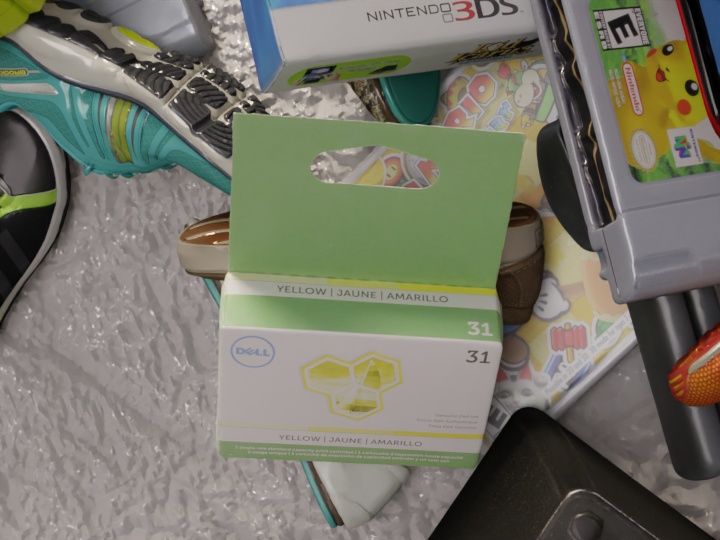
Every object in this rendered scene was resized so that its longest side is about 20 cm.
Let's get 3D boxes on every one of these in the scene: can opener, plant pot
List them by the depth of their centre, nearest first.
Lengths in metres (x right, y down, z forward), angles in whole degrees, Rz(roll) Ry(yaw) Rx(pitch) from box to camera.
[{"bbox_3d":[0.110,0.195,0.731,0.199,0.177,0.200,36,83,7],"label":"plant pot"},{"bbox_3d":[0.153,0.010,0.797,0.066,0.052,0.202,-24,84,51],"label":"can opener"}]

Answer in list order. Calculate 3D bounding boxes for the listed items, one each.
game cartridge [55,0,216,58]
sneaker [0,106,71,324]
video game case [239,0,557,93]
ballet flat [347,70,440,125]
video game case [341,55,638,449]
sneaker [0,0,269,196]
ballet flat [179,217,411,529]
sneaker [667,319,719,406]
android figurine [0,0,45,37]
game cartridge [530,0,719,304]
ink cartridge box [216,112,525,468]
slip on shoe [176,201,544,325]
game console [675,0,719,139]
[{"bbox_3d":[-0.179,-0.200,0.920,0.132,0.042,0.202,-23,86,14],"label":"game cartridge"},{"bbox_3d":[-0.242,-0.006,0.922,0.071,0.083,0.202,28,104,15],"label":"sneaker"},{"bbox_3d":[0.015,-0.203,0.783,0.180,0.045,0.202,-10,80,-22],"label":"video game case"},{"bbox_3d":[0.005,-0.168,0.850,0.075,0.067,0.202,-7,82,43],"label":"ballet flat"},{"bbox_3d":[0.092,-0.026,0.845,0.200,0.023,0.182,-45,79,16],"label":"video game case"},{"bbox_3d":[-0.128,-0.087,0.869,0.199,0.077,0.080,28,117,16],"label":"sneaker"},{"bbox_3d":[-0.033,0.049,0.876,0.069,0.069,0.201,-29,87,17],"label":"ballet flat"},{"bbox_3d":[0.245,0.026,0.742,0.198,0.073,0.078,-23,84,-6],"label":"sneaker"},{"bbox_3d":[-0.226,-0.203,0.860,0.180,0.041,0.202,-5,66,26],"label":"android figurine"},{"bbox_3d":[0.160,-0.091,0.769,0.040,0.132,0.202,-26,76,60],"label":"game cartridge"},{"bbox_3d":[0.001,0.018,0.763,0.144,0.048,0.201,3,135,-3],"label":"ink cartridge box"},{"bbox_3d":[0.000,0.000,0.822,0.198,0.076,0.061,-3,111,1],"label":"slip on shoe"},{"bbox_3d":[0.212,-0.163,0.718,0.170,0.119,0.202,-13,83,-1],"label":"game console"}]
